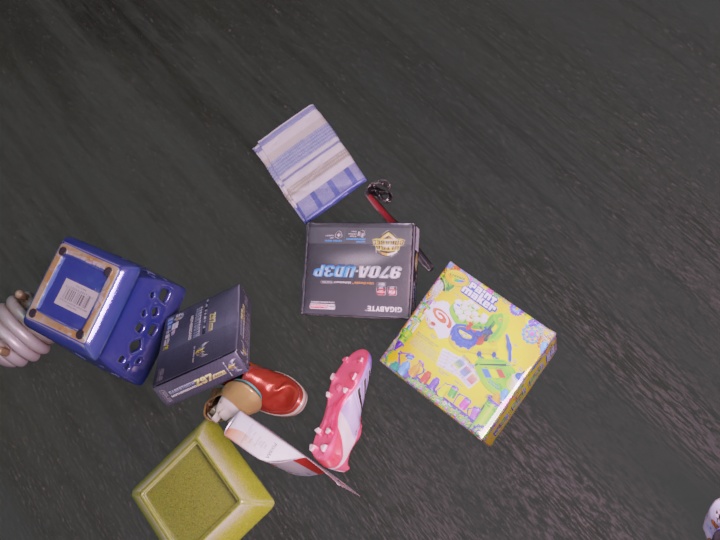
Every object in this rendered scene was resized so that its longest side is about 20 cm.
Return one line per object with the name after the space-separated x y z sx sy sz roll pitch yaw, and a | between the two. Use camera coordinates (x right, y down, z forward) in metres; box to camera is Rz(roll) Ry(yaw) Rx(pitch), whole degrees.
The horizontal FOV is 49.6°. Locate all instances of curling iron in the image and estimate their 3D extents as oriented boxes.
0.069 -0.081 1.364 0.049 0.026 0.202 -34 68 7 | curling iron

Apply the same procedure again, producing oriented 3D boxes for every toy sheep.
-0.631 0.111 1.446 0.200 0.138 0.138 -42 67 -10 | toy sheep

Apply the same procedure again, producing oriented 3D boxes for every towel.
-0.096 -0.200 1.450 0.146 0.024 0.201 -35 69 1 | towel

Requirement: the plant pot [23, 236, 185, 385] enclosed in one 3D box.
-0.461 0.064 1.388 0.197 0.180 0.203 21 79 21 | plant pot

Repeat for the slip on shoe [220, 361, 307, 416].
-0.181 0.192 1.334 0.197 0.061 0.075 23 79 19 | slip on shoe

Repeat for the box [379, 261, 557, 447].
0.172 0.132 1.219 0.199 0.122 0.194 36 85 23 | box

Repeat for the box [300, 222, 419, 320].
0.000 0.000 1.336 0.196 0.046 0.162 2 83 17 | box

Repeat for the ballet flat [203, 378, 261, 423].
-0.212 0.223 1.272 0.069 0.200 0.063 44 65 -7 | ballet flat

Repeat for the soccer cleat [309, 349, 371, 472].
-0.021 0.229 1.283 0.066 0.076 0.203 -7 52 44 | soccer cleat

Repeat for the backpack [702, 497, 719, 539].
0.548 0.369 1.017 0.187 0.201 0.156 -8 58 10 | backpack

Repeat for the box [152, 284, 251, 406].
-0.265 0.123 1.327 0.155 0.051 0.201 -23 32 8 | box

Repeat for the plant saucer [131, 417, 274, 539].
-0.277 0.382 1.310 0.200 0.048 0.200 -43 67 0 | plant saucer

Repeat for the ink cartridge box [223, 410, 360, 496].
-0.105 0.306 1.223 0.198 0.163 0.050 33 78 22 | ink cartridge box
